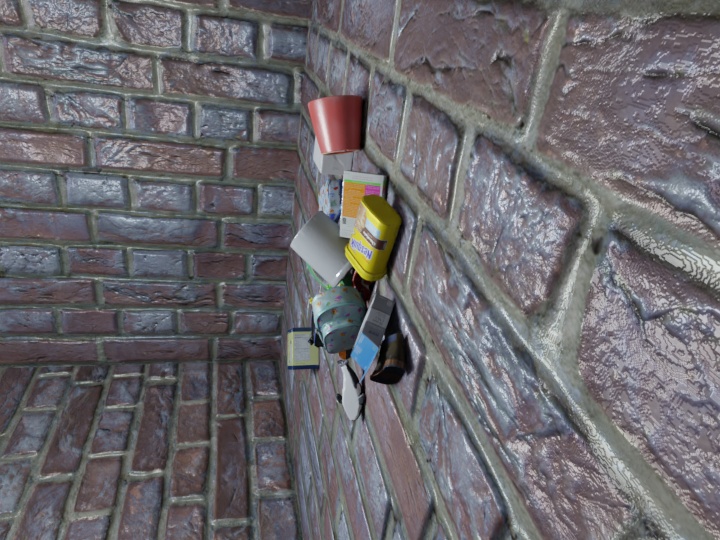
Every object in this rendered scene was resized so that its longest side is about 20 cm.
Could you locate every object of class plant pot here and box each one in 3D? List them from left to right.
[{"bbox_3d":[-0.078,-0.503,1.814,0.200,0.197,0.180,-156,58,-74],"label":"plant pot"}]

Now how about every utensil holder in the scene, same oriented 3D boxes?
[{"bbox_3d":[-0.104,-0.071,1.680,0.170,0.200,0.170,-48,0,0],"label":"utensil holder"}]

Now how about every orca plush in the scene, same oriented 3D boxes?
[{"bbox_3d":[-0.031,0.397,1.748,0.202,0.104,0.071,66,-158,6],"label":"orca plush"}]

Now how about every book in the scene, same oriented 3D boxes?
[{"bbox_3d":[0.008,-0.193,1.566,0.048,0.132,0.203,-20,-60,-60],"label":"book"}]

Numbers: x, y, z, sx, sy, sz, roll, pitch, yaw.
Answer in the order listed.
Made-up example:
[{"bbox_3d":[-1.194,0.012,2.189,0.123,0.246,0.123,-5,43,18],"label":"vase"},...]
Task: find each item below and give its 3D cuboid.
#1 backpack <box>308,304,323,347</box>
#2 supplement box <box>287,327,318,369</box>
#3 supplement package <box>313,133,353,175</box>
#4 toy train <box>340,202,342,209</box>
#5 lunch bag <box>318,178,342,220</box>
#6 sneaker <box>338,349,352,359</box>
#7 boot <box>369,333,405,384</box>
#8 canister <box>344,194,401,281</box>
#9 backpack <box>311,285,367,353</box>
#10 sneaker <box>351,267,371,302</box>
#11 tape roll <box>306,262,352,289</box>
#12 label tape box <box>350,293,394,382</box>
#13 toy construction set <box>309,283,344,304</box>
[{"bbox_3d":[-0.127,0.187,2.004,0.200,0.132,0.186,-98,14,-77],"label":"backpack"},{"bbox_3d":[-0.290,0.393,2.595,0.200,0.132,0.203,146,124,-72],"label":"supplement box"},{"bbox_3d":[-0.108,-0.459,2.009,0.200,0.119,0.121,-118,32,-60],"label":"supplement package"},{"bbox_3d":[-0.007,-0.203,1.683,0.200,0.085,0.116,124,140,-58],"label":"toy train"},{"bbox_3d":[-0.124,-0.277,2.151,0.200,0.074,0.163,130,137,-65],"label":"lunch bag"},{"bbox_3d":[-0.047,0.217,1.849,0.092,0.074,0.203,127,149,-77],"label":"sneaker"},{"bbox_3d":[0.078,0.243,1.394,0.200,0.074,0.098,125,159,-60],"label":"boot"},{"bbox_3d":[0.035,-0.094,1.467,0.149,0.086,0.202,52,141,34],"label":"canister"},{"bbox_3d":[-0.059,0.150,1.600,0.154,0.173,0.202,-101,-3,-49],"label":"backpack"},{"bbox_3d":[0.000,0.000,1.657,0.201,0.077,0.117,108,156,-44],"label":"sneaker"},{"bbox_3d":[-0.105,0.013,1.853,0.048,0.200,0.200,-47,1,-22],"label":"tape roll"},{"bbox_3d":[0.023,0.187,1.431,0.144,0.065,0.201,112,-177,-53],"label":"label tape box"},{"bbox_3d":[-0.065,0.125,1.757,0.131,0.200,0.092,-47,-6,1],"label":"toy construction set"}]
